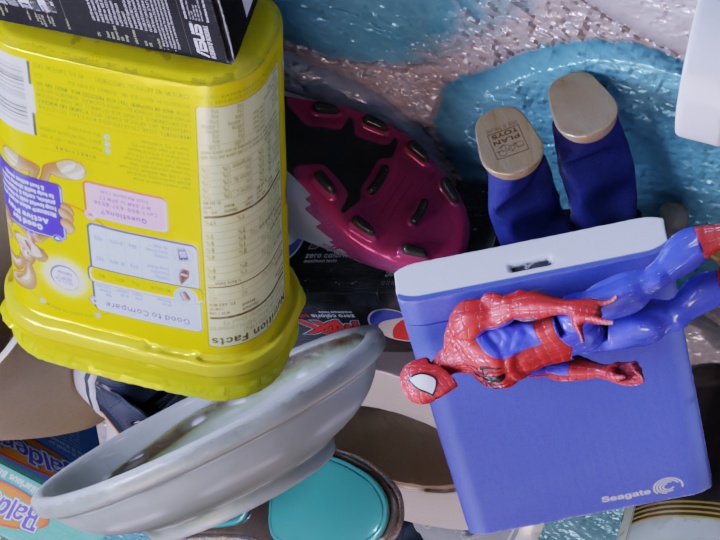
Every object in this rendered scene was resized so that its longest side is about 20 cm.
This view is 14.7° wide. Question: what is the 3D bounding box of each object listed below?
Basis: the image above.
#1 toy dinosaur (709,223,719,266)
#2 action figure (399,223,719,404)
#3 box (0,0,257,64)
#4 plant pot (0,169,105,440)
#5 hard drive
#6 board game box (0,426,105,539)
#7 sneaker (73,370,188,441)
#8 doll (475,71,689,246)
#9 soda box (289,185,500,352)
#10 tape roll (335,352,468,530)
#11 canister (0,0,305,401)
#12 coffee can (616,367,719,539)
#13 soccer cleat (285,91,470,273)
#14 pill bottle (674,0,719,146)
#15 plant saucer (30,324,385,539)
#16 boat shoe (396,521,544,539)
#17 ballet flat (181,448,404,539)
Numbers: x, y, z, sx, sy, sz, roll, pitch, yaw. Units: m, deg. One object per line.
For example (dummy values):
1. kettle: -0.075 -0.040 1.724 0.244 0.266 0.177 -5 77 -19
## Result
1. toy dinosaur: 0.211 -0.004 1.359 0.106 0.061 0.199 32 151 -28
2. action figure: 0.111 0.024 1.304 0.199 0.052 0.065 -17 142 16
3. box: -0.130 -0.190 1.192 0.163 0.087 0.200 11 152 14
4. plant pot: -0.207 0.020 1.571 0.186 0.189 0.200 5 165 25
5. hard drive: 0.100 0.057 1.394 0.131 0.025 0.201 -11 140 6
6. board game box: -0.231 0.086 1.691 0.152 0.045 0.200 31 -164 -22
7. sneaker: -0.104 0.077 1.561 0.079 0.078 0.200 38 163 19
8. doll: 0.102 -0.006 1.381 0.136 0.049 0.201 -26 138 -5
9. soda box: 0.000 0.000 1.488 0.199 0.071 0.063 0 147 32
10. tape roll: 0.027 0.075 1.615 0.201 0.071 0.203 14 153 7
11. canister: -0.104 -0.045 1.340 0.148 0.087 0.201 13 135 13
12. coffee can: 0.208 0.176 1.546 0.145 0.201 0.147 14 154 7
13. soccer cleat: -0.038 -0.053 1.423 0.199 0.070 0.086 29 156 -5
14. pill bottle: 0.236 -0.073 1.152 0.199 0.113 0.112 13 153 11
15. plant saucer: -0.069 0.093 1.418 0.200 0.200 0.050 -20 98 51
16. boat shoe: 0.061 0.156 1.748 0.071 0.070 0.201 20 156 -12
17. ballet flat: -0.041 0.138 1.647 0.199 0.069 0.067 4 170 38
